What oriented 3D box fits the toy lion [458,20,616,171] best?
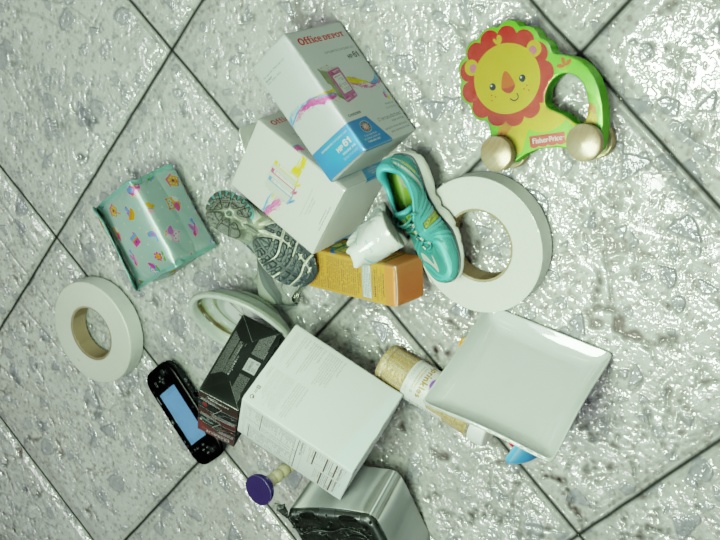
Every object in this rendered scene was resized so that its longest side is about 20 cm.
[{"bbox_3d":[0.225,-0.234,1.388,0.198,0.068,0.194,-3,98,34],"label":"toy lion"}]

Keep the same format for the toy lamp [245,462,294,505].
[{"bbox_3d":[-0.108,0.311,1.720,0.058,0.200,0.059,12,112,30],"label":"toy lamp"}]

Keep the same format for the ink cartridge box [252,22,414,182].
[{"bbox_3d":[-0.037,-0.244,1.500,0.085,0.144,0.201,-39,84,37],"label":"ink cartridge box"}]

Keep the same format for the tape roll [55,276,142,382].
[{"bbox_3d":[-0.498,0.113,2.000,0.201,0.037,0.205,12,114,29],"label":"tape roll"}]

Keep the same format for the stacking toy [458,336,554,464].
[{"bbox_3d":[0.212,0.166,1.528,0.200,0.115,0.110,50,136,26],"label":"stacking toy"}]

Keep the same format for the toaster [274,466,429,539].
[{"bbox_3d":[-0.007,0.417,1.723,0.179,0.119,0.201,-6,122,34],"label":"toaster"}]

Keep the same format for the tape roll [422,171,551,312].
[{"bbox_3d":[0.174,-0.039,1.503,0.201,0.037,0.205,13,115,31],"label":"tape roll"}]

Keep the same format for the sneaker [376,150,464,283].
[{"bbox_3d":[0.078,-0.070,1.485,0.077,0.079,0.201,-26,92,38],"label":"sneaker"}]

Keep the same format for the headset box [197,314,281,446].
[{"bbox_3d":[-0.200,0.187,1.723,0.074,0.149,0.200,26,152,5],"label":"headset box"}]

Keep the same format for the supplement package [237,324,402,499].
[{"bbox_3d":[-0.066,0.222,1.640,0.199,0.152,0.151,32,152,8],"label":"supplement package"}]

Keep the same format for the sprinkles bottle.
[{"bbox_3d":[0.118,0.189,1.606,0.199,0.068,0.069,29,121,22],"label":"sprinkles bottle"}]

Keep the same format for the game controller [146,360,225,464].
[{"bbox_3d":[-0.322,0.262,1.944,0.104,0.042,0.201,-36,85,37],"label":"game controller"}]

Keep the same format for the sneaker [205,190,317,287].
[{"bbox_3d":[-0.144,-0.055,1.616,0.200,0.086,0.078,41,96,-5],"label":"sneaker"}]

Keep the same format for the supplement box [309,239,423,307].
[{"bbox_3d":[0.000,0.000,1.595,0.199,0.066,0.070,10,112,42],"label":"supplement box"}]

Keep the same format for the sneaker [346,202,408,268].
[{"bbox_3d":[0.019,-0.048,1.506,0.080,0.200,0.071,-34,90,9],"label":"sneaker"}]

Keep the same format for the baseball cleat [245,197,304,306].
[{"bbox_3d":[-0.130,-0.038,1.697,0.105,0.070,0.202,6,121,25],"label":"baseball cleat"}]

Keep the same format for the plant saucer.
[{"bbox_3d":[-0.187,0.083,1.751,0.198,0.050,0.201,21,151,12],"label":"plant saucer"}]

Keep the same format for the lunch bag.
[{"bbox_3d":[-0.368,-0.065,1.806,0.199,0.122,0.172,-23,96,45],"label":"lunch bag"}]

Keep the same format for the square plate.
[{"bbox_3d":[0.218,0.155,1.460,0.197,0.200,0.029,21,144,26],"label":"square plate"}]

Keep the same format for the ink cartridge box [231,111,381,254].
[{"bbox_3d":[-0.085,-0.148,1.579,0.200,0.128,0.126,40,125,16],"label":"ink cartridge box"}]
